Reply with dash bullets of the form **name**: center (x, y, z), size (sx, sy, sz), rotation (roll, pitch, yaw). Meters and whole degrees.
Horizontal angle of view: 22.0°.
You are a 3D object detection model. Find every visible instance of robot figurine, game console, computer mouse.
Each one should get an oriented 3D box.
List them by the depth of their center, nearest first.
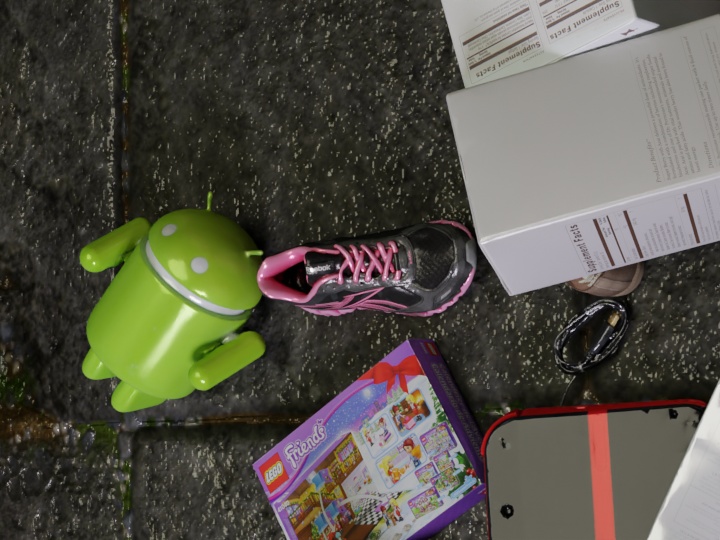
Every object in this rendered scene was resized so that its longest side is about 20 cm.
- **game console**: center (0.179, 0.199, 1.371), size (0.177, 0.031, 0.200), rotation (-5, 85, 16)
- **computer mouse**: center (0.150, 0.111, 1.411), size (0.059, 0.034, 0.200), rotation (26, 102, 14)
- **robot figurine**: center (-0.162, 0.031, 1.619), size (0.175, 0.116, 0.200), rotation (46, 113, 21)

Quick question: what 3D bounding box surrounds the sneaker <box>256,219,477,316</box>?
- **sneaker**: center (0.000, 0.000, 1.509), size (0.200, 0.095, 0.079), rotation (-10, 79, 36)

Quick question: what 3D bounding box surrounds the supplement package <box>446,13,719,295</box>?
- **supplement package**: center (0.177, -0.078, 1.305), size (0.200, 0.120, 0.121), rotation (-15, 68, 11)

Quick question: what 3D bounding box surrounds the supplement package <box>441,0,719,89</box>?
- **supplement package**: center (0.153, -0.233, 1.367), size (0.151, 0.152, 0.200), rotation (-25, 72, 35)

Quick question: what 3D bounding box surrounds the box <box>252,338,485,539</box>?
- **box**: center (0.012, 0.167, 1.522), size (0.200, 0.039, 0.137), rotation (-40, 65, 29)

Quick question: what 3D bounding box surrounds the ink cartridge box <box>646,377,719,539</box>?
- **ink cartridge box**: center (0.288, 0.120, 1.279), size (0.104, 0.059, 0.200), rotation (26, 104, 18)

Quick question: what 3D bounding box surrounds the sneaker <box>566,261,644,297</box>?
- **sneaker**: center (0.136, -0.059, 1.417), size (0.200, 0.075, 0.070), rotation (47, 115, 30)
